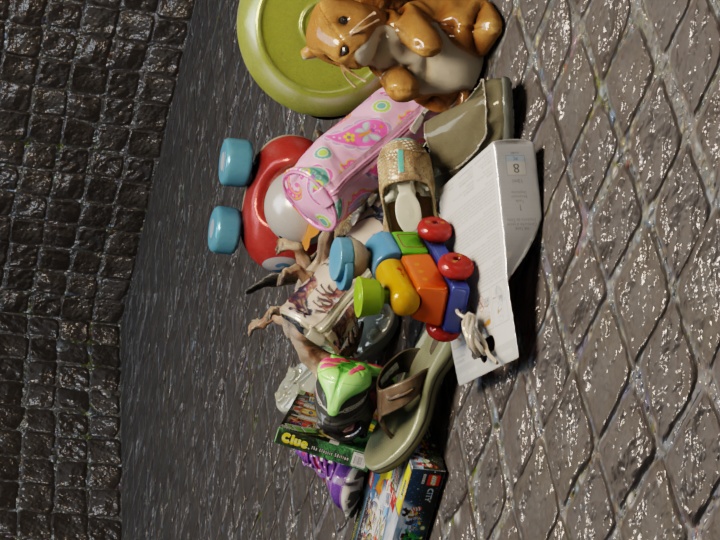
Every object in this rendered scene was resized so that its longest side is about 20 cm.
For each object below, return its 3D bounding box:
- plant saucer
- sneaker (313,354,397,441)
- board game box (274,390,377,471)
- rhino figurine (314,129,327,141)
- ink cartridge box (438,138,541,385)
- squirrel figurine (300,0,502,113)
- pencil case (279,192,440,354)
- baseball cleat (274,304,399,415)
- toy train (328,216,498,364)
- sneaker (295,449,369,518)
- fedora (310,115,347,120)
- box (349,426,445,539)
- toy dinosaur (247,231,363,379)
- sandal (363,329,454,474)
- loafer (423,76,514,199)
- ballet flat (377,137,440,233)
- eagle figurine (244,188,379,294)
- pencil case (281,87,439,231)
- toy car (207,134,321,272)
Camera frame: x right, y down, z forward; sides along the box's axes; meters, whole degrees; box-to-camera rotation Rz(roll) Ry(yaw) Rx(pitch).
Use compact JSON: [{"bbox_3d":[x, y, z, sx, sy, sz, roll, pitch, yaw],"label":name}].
[{"bbox_3d":[-0.038,-0.270,1.821,0.031,0.198,0.202,-97,15,-82],"label":"plant saucer"},{"bbox_3d":[-0.014,0.136,1.743,0.200,0.076,0.084,11,-85,-75],"label":"sneaker"},{"bbox_3d":[-0.032,0.174,1.818,0.200,0.104,0.024,-63,-8,-82],"label":"board game box"},{"bbox_3d":[0.008,-0.147,1.969,0.200,0.087,0.060,-144,41,-74],"label":"rhino figurine"},{"bbox_3d":[0.126,-0.004,1.552,0.160,0.047,0.202,141,126,-69],"label":"ink cartridge box"},{"bbox_3d":[0.030,-0.249,1.725,0.201,0.185,0.142,-101,23,-51],"label":"squirrel figurine"},{"bbox_3d":[0.000,0.000,1.760,0.200,0.078,0.089,-50,8,-14],"label":"pencil case"},{"bbox_3d":[-0.011,0.110,1.952,0.200,0.106,0.070,-38,46,27],"label":"baseball cleat"},{"bbox_3d":[0.046,0.027,1.537,0.200,0.115,0.085,-115,30,-56],"label":"toy train"},{"bbox_3d":[-0.033,0.224,1.893,0.200,0.083,0.081,-124,52,-80],"label":"sneaker"},{"bbox_3d":[0.020,-0.240,1.901,0.092,0.200,0.201,44,135,28],"label":"fedora"},{"bbox_3d":[0.037,0.253,1.757,0.137,0.037,0.201,-106,27,-60],"label":"box"},{"bbox_3d":[-0.040,0.039,1.840,0.086,0.135,0.201,-131,58,-71],"label":"toy dinosaur"},{"bbox_3d":[0.047,0.110,1.678,0.202,0.057,0.080,-66,24,8],"label":"sandal"},{"bbox_3d":[0.098,-0.125,1.638,0.200,0.069,0.076,121,152,-57],"label":"loafer"},{"bbox_3d":[0.052,-0.040,1.665,0.066,0.070,0.201,-87,-16,-48],"label":"ballet flat"},{"bbox_3d":[-0.023,-0.018,1.924,0.201,0.151,0.151,-61,-16,16],"label":"eagle figurine"},{"bbox_3d":[0.006,-0.128,1.782,0.200,0.087,0.087,-41,-6,-28],"label":"pencil case"},{"bbox_3d":[-0.081,-0.067,2.068,0.200,0.183,0.178,-127,46,-69],"label":"toy car"}]
